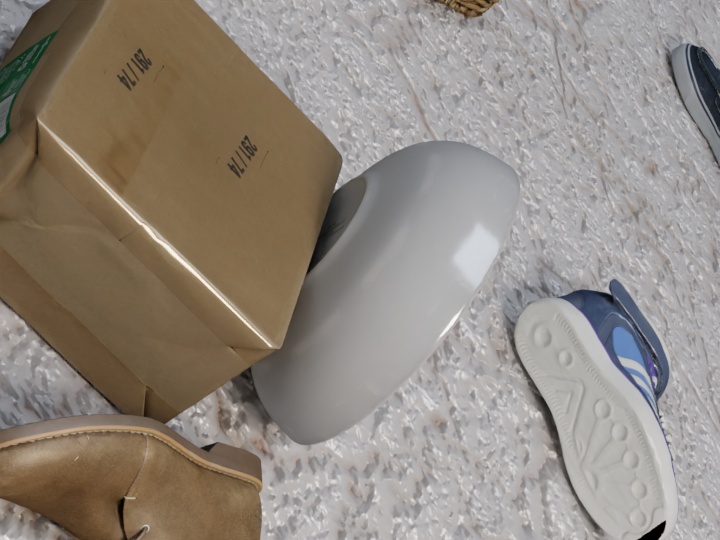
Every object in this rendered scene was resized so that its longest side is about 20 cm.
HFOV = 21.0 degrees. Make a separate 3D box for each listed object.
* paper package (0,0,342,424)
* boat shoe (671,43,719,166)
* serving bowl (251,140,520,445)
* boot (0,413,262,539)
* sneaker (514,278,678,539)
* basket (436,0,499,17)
[{"bbox_3d":[-0.118,-0.048,1.058,0.191,0.103,0.200,45,33,-20],"label":"paper package"},{"bbox_3d":[0.389,-0.153,1.926,0.071,0.091,0.201,-3,65,-57],"label":"boat shoe"},{"bbox_3d":[0.000,0.000,1.101,0.066,0.200,0.201,38,34,-16],"label":"serving bowl"},{"bbox_3d":[-0.114,0.118,0.949,0.200,0.073,0.076,21,56,-50],"label":"boot"},{"bbox_3d":[0.203,0.102,1.419,0.146,0.081,0.201,1,57,-51],"label":"sneaker"},{"bbox_3d":[0.101,-0.331,1.605,0.142,0.149,0.201,19,46,-48],"label":"basket"}]
